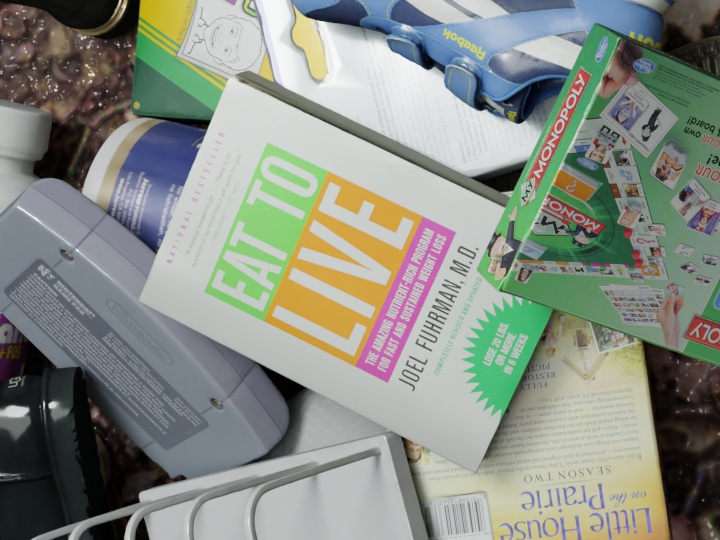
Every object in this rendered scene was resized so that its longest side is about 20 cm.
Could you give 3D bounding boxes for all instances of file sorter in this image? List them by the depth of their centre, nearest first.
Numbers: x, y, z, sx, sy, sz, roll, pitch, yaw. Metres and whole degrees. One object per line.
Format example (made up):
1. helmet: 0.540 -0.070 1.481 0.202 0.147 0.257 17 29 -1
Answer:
1. file sorter: -0.071 0.181 1.090 0.199 0.124 0.140 -17 86 41

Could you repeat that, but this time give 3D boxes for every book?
1. book: 0.000 0.000 1.058 0.199 0.048 0.134 25 102 6

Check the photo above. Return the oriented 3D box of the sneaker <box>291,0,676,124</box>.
1. sneaker: 0.055 -0.119 1.023 0.198 0.074 0.083 9 94 16

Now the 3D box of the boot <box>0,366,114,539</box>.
1. boot: -0.234 0.153 1.203 0.167 0.076 0.202 -6 108 4

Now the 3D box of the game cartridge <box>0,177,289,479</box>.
1. game cartridge: -0.133 0.037 1.168 0.200 0.041 0.133 46 151 -9

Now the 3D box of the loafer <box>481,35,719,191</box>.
1. loafer: 0.140 -0.072 1.120 0.199 0.068 0.076 -12 76 30

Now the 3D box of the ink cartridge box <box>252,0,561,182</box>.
1. ink cartridge box: 0.045 -0.145 1.084 0.198 0.041 0.201 -15 86 14

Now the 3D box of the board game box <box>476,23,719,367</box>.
1. board game box: 0.169 -0.027 1.019 0.135 0.199 0.029 -64 31 12

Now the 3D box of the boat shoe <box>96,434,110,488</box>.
1. boat shoe: -0.240 0.173 1.284 0.200 0.065 0.072 -44 74 17

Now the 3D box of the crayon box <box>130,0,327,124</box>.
1. crayon box: -0.041 -0.184 1.203 0.171 0.058 0.202 5 91 24

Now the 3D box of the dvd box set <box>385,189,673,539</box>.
1. dvd box set: 0.082 0.058 1.082 0.145 0.029 0.202 -9 92 12

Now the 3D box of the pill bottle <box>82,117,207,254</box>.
1. pill bottle: -0.054 -0.017 1.180 0.199 0.111 0.112 14 95 22

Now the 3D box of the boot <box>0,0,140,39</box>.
1. boot: -0.219 -0.237 1.237 0.077 0.138 0.201 -42 74 18

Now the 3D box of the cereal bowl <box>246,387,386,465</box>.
1. cereal bowl: 0.009 0.152 1.169 0.198 0.083 0.202 0 89 24

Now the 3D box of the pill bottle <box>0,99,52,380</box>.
1. pill bottle: -0.251 -0.008 1.264 0.111 0.112 0.202 15 97 22
